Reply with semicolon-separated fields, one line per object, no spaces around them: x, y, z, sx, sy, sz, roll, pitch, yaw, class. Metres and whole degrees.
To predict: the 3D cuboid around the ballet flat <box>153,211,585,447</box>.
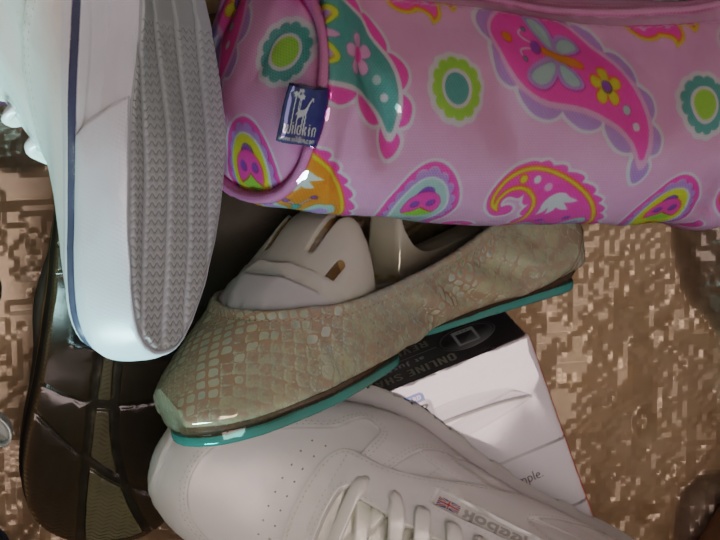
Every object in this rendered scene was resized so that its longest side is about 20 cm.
0.000;0.000;0.950;0.200;0.067;0.063;-24;110;-46;ballet flat

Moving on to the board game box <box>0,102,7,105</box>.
-0.202;-0.114;0.930;0.199;0.032;0.120;0;100;-13;board game box

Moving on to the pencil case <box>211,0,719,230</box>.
0.043;-0.057;0.922;0.200;0.087;0.088;3;103;-33;pencil case

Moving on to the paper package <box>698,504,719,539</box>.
0.251;0.092;1.041;0.200;0.103;0.191;28;96;-18;paper package

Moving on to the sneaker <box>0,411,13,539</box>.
-0.171;0.125;0.965;0.129;0.079;0.200;12;90;-6;sneaker

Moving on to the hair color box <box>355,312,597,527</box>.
0.035;0.123;1.021;0.111;0.064;0.200;-22;108;-5;hair color box

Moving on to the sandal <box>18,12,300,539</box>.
-0.070;0.000;0.977;0.082;0.055;0.200;10;114;-12;sandal

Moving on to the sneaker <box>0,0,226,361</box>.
-0.087;-0.070;0.856;0.071;0.073;0.201;-7;80;22;sneaker

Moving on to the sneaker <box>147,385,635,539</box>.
0.027;0.094;0.939;0.200;0.081;0.077;20;100;-14;sneaker
